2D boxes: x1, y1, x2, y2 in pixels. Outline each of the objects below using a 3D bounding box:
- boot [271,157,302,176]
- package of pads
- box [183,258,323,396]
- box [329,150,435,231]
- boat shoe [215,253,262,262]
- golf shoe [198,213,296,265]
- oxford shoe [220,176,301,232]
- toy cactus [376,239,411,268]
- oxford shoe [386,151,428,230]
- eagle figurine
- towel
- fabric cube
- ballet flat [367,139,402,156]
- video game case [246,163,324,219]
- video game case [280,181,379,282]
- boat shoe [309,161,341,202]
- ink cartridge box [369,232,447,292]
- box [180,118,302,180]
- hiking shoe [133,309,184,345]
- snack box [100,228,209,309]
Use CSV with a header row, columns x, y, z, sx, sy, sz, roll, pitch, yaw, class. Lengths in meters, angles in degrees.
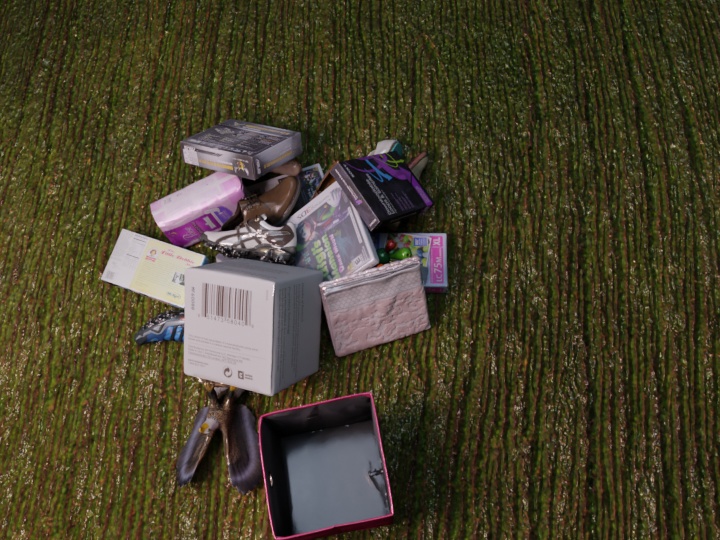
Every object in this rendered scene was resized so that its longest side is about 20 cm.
x,y,z,sx,sy,sz,roll,pitch,yaw,class
-0.238,-0.229,1.461,0.145,0.071,0.199,-30,43,-27,boot
-0.322,-0.130,1.401,0.198,0.121,0.076,-25,64,-1,package of pads
-0.192,0.093,1.219,0.196,0.171,0.204,8,101,25,box
0.047,-0.161,1.322,0.199,0.036,0.144,-23,74,-48,box
-0.218,0.012,1.371,0.197,0.069,0.073,16,28,30,boat shoe
-0.217,-0.067,1.324,0.197,0.078,0.096,10,80,6,golf shoe
-0.201,-0.124,1.360,0.200,0.084,0.073,-42,47,8,oxford shoe
0.000,0.000,1.325,0.200,0.102,0.166,-44,56,13,toy cactus
0.097,-0.171,1.450,0.074,0.071,0.201,41,69,-11,oxford shoe
-0.260,0.294,1.240,0.151,0.149,0.204,7,97,48,eagle figurine
0.032,0.073,1.273,0.197,0.193,0.032,-16,43,-4,towel
-0.053,0.344,1.151,0.197,0.200,0.199,-11,67,-2,fabric cube
0.024,-0.205,1.465,0.069,0.070,0.202,24,66,13,ballet flat
-0.143,-0.120,1.453,0.179,0.023,0.202,-18,66,-5,video game case
-0.066,-0.054,1.308,0.181,0.023,0.202,-34,59,25,video game case
-0.077,-0.139,1.406,0.071,0.068,0.202,18,70,10,boat shoe
0.080,-0.017,1.387,0.196,0.042,0.121,0,67,5,ink cartridge box
-0.243,-0.252,1.378,0.198,0.049,0.158,16,35,28,box
-0.355,0.120,1.330,0.197,0.075,0.088,-21,104,12,hiking shoe
-0.426,-0.002,1.401,0.197,0.037,0.118,18,77,10,snack box
